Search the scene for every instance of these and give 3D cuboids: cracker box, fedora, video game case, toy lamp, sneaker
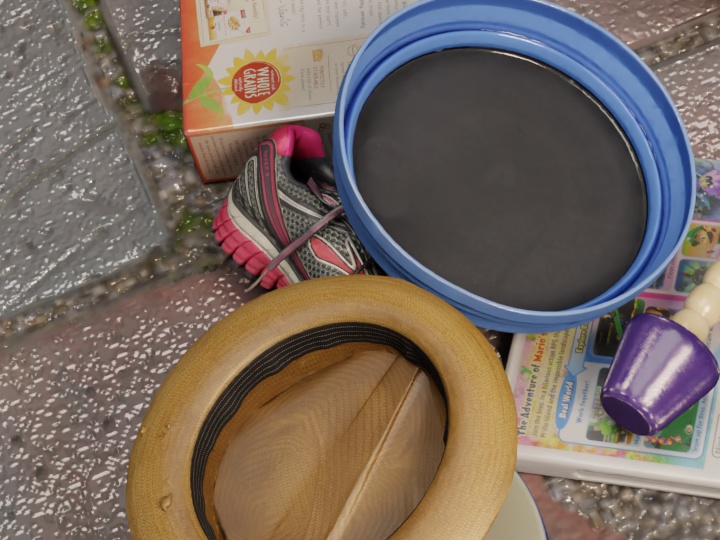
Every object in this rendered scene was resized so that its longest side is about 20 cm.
[{"bbox_3d":[-0.002,-0.131,1.627,0.199,0.058,0.134,-7,59,6],"label":"cracker box"},{"bbox_3d":[-0.013,0.102,1.375,0.200,0.082,0.201,-5,62,10],"label":"fedora"},{"bbox_3d":[0.176,0.027,1.517,0.182,0.024,0.200,7,60,14],"label":"video game case"},{"bbox_3d":[0.194,0.003,1.483,0.058,0.058,0.200,30,67,25],"label":"toy lamp"},{"bbox_3d":[0.000,0.000,1.516,0.200,0.081,0.075,40,114,27],"label":"sneaker"}]

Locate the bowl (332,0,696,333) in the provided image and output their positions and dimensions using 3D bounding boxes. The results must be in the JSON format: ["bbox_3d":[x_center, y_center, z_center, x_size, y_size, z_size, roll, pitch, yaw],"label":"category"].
[{"bbox_3d":[0.079,-0.056,1.508,0.200,0.039,0.201,8,59,-13],"label":"bowl"}]

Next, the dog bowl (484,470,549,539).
[{"bbox_3d":[0.002,0.170,1.424,0.200,0.079,0.200,-5,57,7],"label":"dog bowl"}]
